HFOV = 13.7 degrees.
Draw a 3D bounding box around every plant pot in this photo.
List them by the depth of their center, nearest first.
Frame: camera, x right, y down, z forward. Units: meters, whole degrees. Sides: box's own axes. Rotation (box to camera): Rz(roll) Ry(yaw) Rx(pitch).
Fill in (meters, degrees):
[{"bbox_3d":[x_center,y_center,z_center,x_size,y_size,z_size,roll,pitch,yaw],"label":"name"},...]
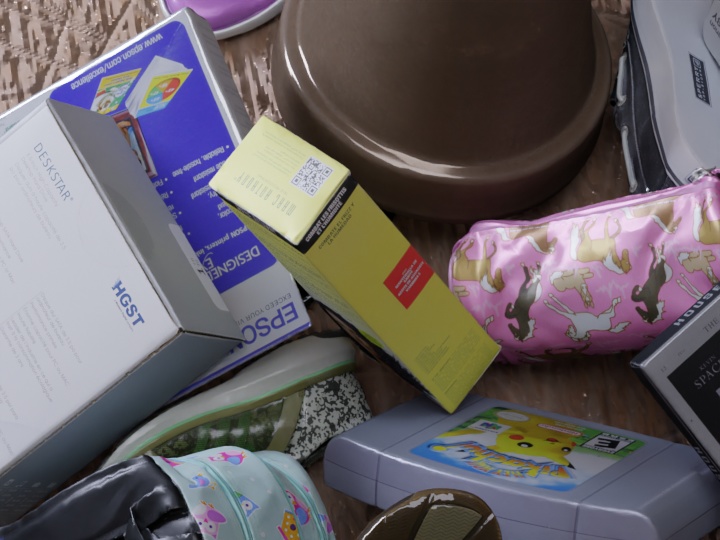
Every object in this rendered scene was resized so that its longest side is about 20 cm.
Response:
[{"bbox_3d":[0.056,-0.157,1.690,0.199,0.175,0.201,5,53,-6],"label":"plant pot"}]

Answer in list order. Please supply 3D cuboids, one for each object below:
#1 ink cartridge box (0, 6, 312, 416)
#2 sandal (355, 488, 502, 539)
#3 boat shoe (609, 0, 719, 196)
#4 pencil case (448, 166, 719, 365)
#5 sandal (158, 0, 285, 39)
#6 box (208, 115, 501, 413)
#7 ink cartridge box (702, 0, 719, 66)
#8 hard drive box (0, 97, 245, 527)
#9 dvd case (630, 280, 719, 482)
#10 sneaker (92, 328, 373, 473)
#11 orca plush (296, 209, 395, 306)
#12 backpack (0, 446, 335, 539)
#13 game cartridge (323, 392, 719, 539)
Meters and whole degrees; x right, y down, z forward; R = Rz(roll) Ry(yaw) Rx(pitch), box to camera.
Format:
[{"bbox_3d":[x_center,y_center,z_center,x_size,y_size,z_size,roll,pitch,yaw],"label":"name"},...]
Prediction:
[{"bbox_3d":[-0.135,-0.013,1.676,0.197,0.043,0.201,-27,73,18],"label":"ink cartridge box"},{"bbox_3d":[0.016,0.194,1.521,0.081,0.201,0.055,8,24,-8],"label":"sandal"},{"bbox_3d":[0.175,-0.104,1.740,0.072,0.068,0.201,28,39,-30],"label":"boat shoe"},{"bbox_3d":[0.141,0.000,1.642,0.199,0.083,0.087,-13,66,38],"label":"pencil case"},{"bbox_3d":[-0.042,-0.218,1.807,0.202,0.050,0.083,-38,71,-14],"label":"sandal"},{"bbox_3d":[0.000,0.000,1.583,0.075,0.200,0.050,33,80,39],"label":"box"},{"bbox_3d":[0.319,-0.134,1.710,0.199,0.084,0.146,-16,57,-23],"label":"ink cartridge box"},{"bbox_3d":[-0.188,0.031,1.629,0.200,0.077,0.156,-37,71,17],"label":"hard drive box"},{"bbox_3d":[0.255,0.077,1.560,0.150,0.025,0.200,-41,101,-9],"label":"dvd case"},{"bbox_3d":[-0.072,0.111,1.656,0.199,0.077,0.089,-31,80,-9],"label":"sneaker"},{"bbox_3d":[-0.079,-0.034,1.715,0.198,0.071,0.106,1,66,2],"label":"orca plush"},{"bbox_3d":[-0.106,0.170,1.558,0.126,0.200,0.167,-10,63,-44],"label":"backpack"},{"bbox_3d":[0.088,0.110,1.598,0.199,0.041,0.133,12,21,27],"label":"game cartridge"}]
